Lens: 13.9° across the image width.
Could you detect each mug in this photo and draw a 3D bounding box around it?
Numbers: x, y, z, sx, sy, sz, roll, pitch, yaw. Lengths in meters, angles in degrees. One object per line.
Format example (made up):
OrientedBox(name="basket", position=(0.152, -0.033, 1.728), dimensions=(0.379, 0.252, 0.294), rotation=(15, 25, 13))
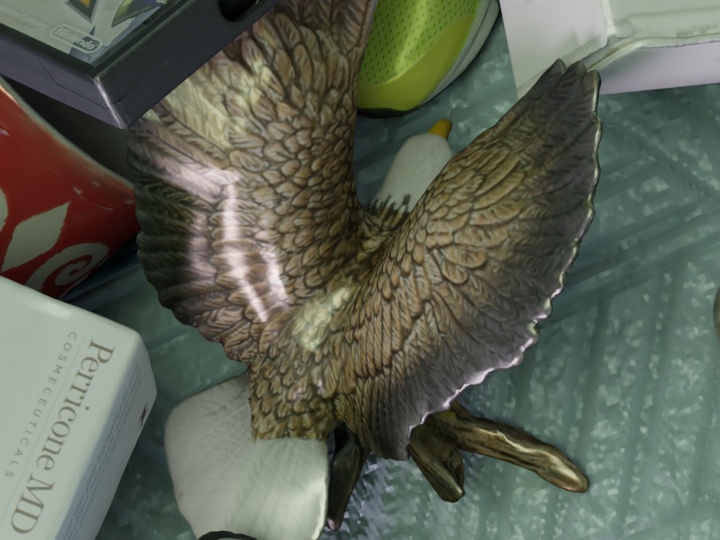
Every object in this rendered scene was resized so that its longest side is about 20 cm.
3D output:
OrientedBox(name="mug", position=(-0.176, -0.018, 1.103), dimensions=(0.133, 0.178, 0.200), rotation=(41, 106, -20))

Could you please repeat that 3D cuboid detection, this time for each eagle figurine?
OrientedBox(name="eagle figurine", position=(0.001, -0.006, 0.991), dimensions=(0.151, 0.200, 0.152), rotation=(-7, 59, -3))

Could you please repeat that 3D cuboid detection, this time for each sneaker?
OrientedBox(name="sneaker", position=(0.011, -0.155, 1.048), dimensions=(0.078, 0.090, 0.201), rotation=(8, 89, 19))

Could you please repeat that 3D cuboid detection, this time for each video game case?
OrientedBox(name="video game case", position=(-0.066, -0.132, 0.969), dimensions=(0.181, 0.026, 0.200), rotation=(-41, 36, -18))

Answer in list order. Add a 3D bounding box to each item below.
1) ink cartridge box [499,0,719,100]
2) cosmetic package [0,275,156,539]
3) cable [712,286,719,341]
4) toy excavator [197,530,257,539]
OrientedBox(name="ink cartridge box", position=(0.112, -0.165, 0.984), dimensions=(0.145, 0.085, 0.201), rotation=(-7, 80, -21))
OrientedBox(name="cosmetic package", position=(-0.177, 0.037, 0.974), dimensions=(0.199, 0.074, 0.102), rotation=(20, 72, 7))
OrientedBox(name="cable", position=(0.215, -0.011, 0.989), dimensions=(0.199, 0.050, 0.098), rotation=(-1, 85, 17))
OrientedBox(name="toy excavator", position=(0.019, 0.191, 0.941), dimensions=(0.194, 0.200, 0.100), rotation=(21, 106, -17))
